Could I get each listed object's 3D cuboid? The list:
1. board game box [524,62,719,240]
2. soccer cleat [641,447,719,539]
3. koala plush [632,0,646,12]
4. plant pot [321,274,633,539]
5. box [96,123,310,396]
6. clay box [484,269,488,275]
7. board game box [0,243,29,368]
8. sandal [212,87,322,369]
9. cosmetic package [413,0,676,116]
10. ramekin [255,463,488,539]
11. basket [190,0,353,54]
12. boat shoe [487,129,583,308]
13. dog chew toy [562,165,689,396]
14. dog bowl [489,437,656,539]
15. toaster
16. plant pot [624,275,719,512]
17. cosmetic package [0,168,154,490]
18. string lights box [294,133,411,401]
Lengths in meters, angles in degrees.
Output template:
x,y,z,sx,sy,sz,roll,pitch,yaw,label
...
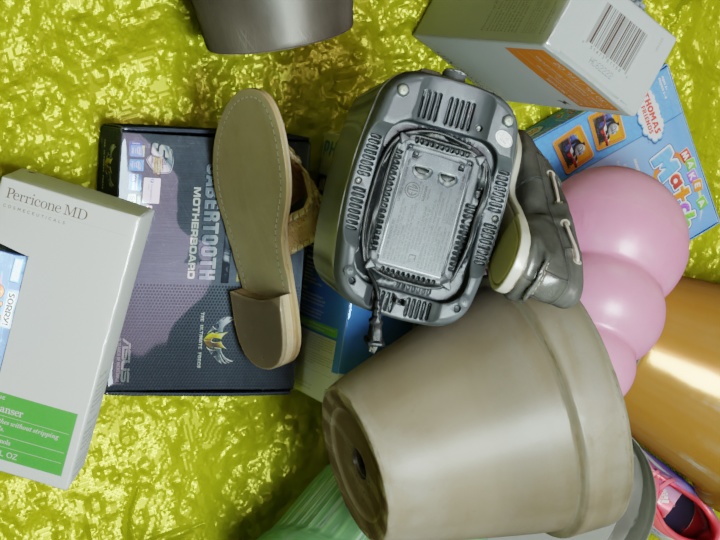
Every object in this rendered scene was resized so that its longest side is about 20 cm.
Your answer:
x,y,z,sx,sy,sz,roll,pitch,yaw,label
0.197,-0.064,1.653,0.199,0.037,0.152,-29,110,-19,board game box
0.232,0.178,1.688,0.199,0.073,0.069,36,82,-27,soccer cleat
0.217,-0.289,1.529,0.177,0.199,0.185,33,76,-32,koala plush
0.072,0.111,1.404,0.172,0.200,0.202,-16,105,-19,plant pot
-0.122,-0.007,1.489,0.156,0.051,0.202,2,97,-28,box
0.094,0.001,1.556,0.047,0.115,0.202,-16,111,3,clay box
-0.282,0.040,1.330,0.034,0.200,0.137,13,92,-26,board game box
-0.057,-0.037,1.461,0.069,0.077,0.214,-20,114,-44,sandal
0.137,-0.179,1.512,0.101,0.200,0.072,33,83,-27,cosmetic package
0.020,0.238,1.520,0.200,0.199,0.098,50,61,-24,ramekin
-0.073,-0.268,1.433,0.179,0.136,0.202,-16,109,-20,basket
0.121,-0.034,1.399,0.057,0.201,0.067,24,118,-14,boat shoe
0.188,0.019,1.548,0.124,0.124,0.201,32,59,-27,dog chew toy
0.140,0.185,1.614,0.198,0.059,0.202,-4,117,-9,dog bowl
0.033,-0.044,1.388,0.113,0.129,0.202,14,92,-12,toaster
0.296,0.093,1.654,0.182,0.200,0.202,23,87,-13,plant pot
-0.225,0.039,1.398,0.107,0.085,0.202,15,97,-1,cosmetic package
0.000,0.000,1.515,0.058,0.103,0.202,8,95,-23,string lights box
